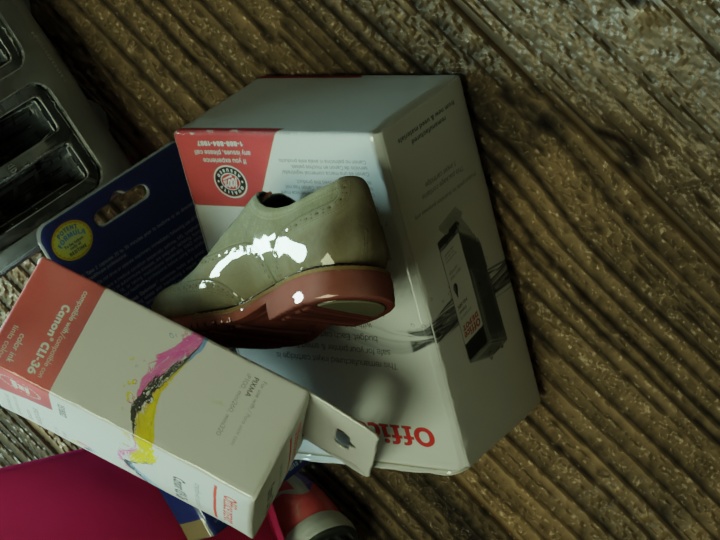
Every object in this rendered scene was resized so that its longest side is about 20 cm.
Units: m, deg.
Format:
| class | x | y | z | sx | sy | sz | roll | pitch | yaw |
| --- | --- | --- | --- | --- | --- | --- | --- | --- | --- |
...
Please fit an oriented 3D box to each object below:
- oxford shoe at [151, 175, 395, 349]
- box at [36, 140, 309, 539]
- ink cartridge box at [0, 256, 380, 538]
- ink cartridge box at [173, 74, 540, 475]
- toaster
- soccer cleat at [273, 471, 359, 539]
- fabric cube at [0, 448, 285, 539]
| class | x | y | z | sx | sy | sz | roll | pitch | yaw |
| --- | --- | --- | --- | --- | --- | --- | --- | --- | --- |
| oxford shoe | -0.047 | -0.002 | 1.475 | 0.200 | 0.070 | 0.075 | -15 | 73 | 50 |
| box | -0.100 | 0.038 | 1.603 | 0.032 | 0.121 | 0.200 | -17 | 105 | 54 |
| ink cartridge box | -0.093 | 0.078 | 1.484 | 0.200 | 0.068 | 0.117 | 26 | 166 | 5 |
| ink cartridge box | 0.000 | 0.000 | 1.527 | 0.147 | 0.083 | 0.200 | 3 | 118 | 38 |
| toaster | -0.251 | -0.074 | 1.601 | 0.119 | 0.200 | 0.181 | -29 | 96 | 49 |
| soccer cleat | -0.053 | 0.201 | 1.718 | 0.073 | 0.068 | 0.200 | 52 | 143 | 32 |
| fabric cube | -0.166 | 0.213 | 1.653 | 0.200 | 0.199 | 0.197 | -31 | 76 | 56 |
